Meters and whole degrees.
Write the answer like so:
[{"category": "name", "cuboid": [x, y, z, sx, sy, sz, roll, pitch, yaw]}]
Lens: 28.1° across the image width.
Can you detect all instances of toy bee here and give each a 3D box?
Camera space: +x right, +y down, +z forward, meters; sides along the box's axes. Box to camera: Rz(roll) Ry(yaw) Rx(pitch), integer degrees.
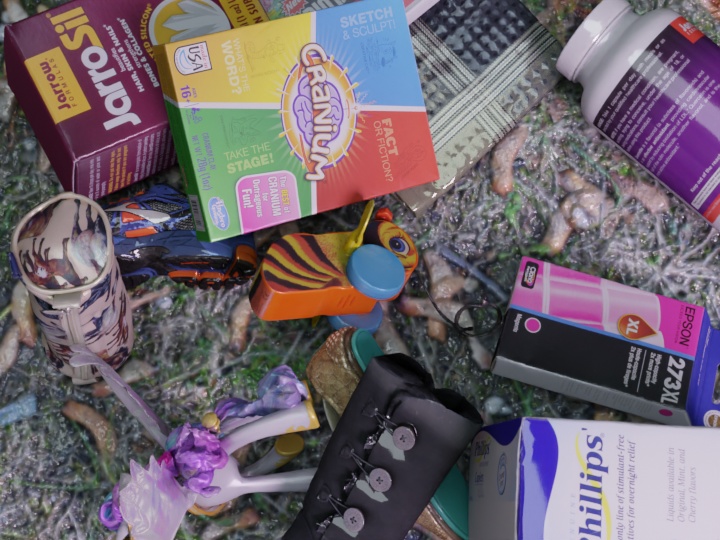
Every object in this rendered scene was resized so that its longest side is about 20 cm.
[{"category": "toy bee", "cuboid": [0.000, 0.000, 1.154, 0.131, 0.199, 0.109, -41, 45, 29]}]

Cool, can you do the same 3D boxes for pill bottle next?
[{"category": "pill bottle", "cuboid": [0.255, -0.129, 1.146, 0.200, 0.113, 0.113, 42, 84, 10]}]

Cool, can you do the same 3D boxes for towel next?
[{"category": "towel", "cuboid": [0.051, -0.174, 1.216, 0.200, 0.035, 0.193, -42, 82, -7]}]

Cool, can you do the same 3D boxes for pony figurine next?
[{"category": "pony figurine", "cuboid": [-0.125, 0.143, 1.091, 0.198, 0.194, 0.168, -20, 51, -1]}]

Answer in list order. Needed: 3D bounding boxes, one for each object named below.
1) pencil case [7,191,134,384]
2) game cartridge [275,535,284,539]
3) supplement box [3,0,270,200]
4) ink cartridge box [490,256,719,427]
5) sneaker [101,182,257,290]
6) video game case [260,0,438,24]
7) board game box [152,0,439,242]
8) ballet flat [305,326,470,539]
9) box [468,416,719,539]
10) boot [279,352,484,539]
[{"category": "pencil case", "cuboid": [-0.220, 0.021, 1.114, 0.077, 0.200, 0.090, 8, 66, 0]}, {"category": "game cartridge", "cuboid": [-0.042, 0.275, 1.128, 0.199, 0.042, 0.134, -30, 74, -2]}, {"category": "supplement box", "cuboid": [-0.170, -0.159, 1.162, 0.199, 0.103, 0.132, -26, 79, -19]}, {"category": "ink cartridge box", "cuboid": [0.209, 0.061, 1.136, 0.198, 0.037, 0.095, 17, 62, 3]}, {"category": "sneaker", "cuboid": [-0.179, -0.033, 1.188, 0.198, 0.076, 0.079, 5, 63, 2]}, {"category": "video game case", "cuboid": [-0.038, -0.259, 1.218, 0.143, 0.017, 0.200, -39, 65, -4]}, {"category": "board game box", "cuboid": [-0.047, -0.121, 1.117, 0.198, 0.040, 0.155, -17, 100, -20]}, {"category": "ballet flat", "cuboid": [0.022, 0.138, 1.131, 0.065, 0.070, 0.201, -27, 95, 28]}, {"category": "box", "cuboid": [0.190, 0.166, 1.042, 0.198, 0.184, 0.106, 4, 81, -5]}, {"category": "boot", "cuboid": [0.035, 0.184, 1.061, 0.164, 0.066, 0.201, 32, 100, 10]}]
